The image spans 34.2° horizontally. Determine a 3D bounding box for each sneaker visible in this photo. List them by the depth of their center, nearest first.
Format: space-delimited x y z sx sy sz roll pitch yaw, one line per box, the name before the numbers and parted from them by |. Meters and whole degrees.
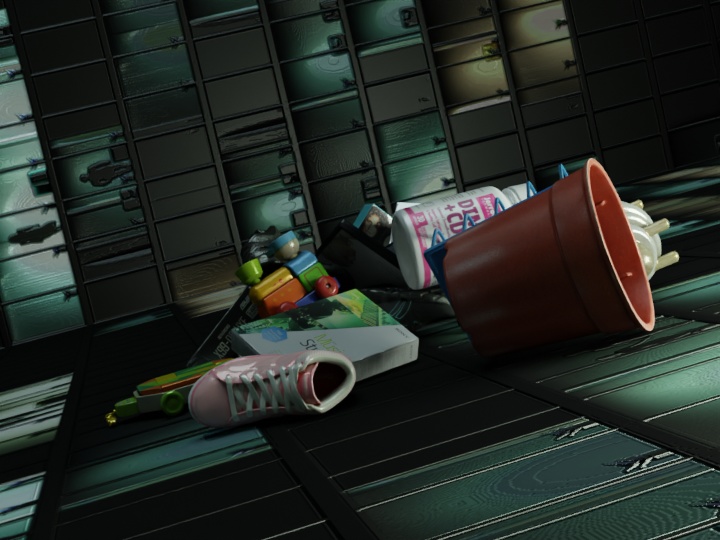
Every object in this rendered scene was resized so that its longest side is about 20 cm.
sneaker | -0.096 0.131 1.322 0.197 0.077 0.105 -11 -1 -10
sneaker | 0.071 0.061 1.673 0.075 0.081 0.198 -10 6 -41
sneaker | -0.097 -0.010 1.753 0.197 0.077 0.115 13 32 -37

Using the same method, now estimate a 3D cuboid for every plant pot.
plant pot | 0.210 0.002 1.346 0.193 0.204 0.200 -21 2 23

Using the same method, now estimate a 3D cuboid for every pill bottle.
pill bottle | 0.151 -0.052 1.634 0.197 0.115 0.113 -15 5 -11

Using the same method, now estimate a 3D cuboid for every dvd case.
dvd case | 0.000 0.000 1.770 0.018 0.142 0.200 -58 6 -24

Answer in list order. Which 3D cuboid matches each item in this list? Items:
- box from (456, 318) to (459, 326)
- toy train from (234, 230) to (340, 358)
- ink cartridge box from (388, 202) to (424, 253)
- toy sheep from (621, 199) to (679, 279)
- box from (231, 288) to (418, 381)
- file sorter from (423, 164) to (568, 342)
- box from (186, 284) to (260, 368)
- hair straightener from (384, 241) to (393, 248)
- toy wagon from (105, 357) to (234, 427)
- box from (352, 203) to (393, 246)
box | 0.235 0.021 1.674 0.198 0.076 0.100 -15 5 -32
toy train | -0.134 0.037 1.600 0.199 0.116 0.085 -34 -4 -29
ink cartridge box | 0.159 -0.035 1.842 0.197 0.085 0.146 3 -27 18
toy sheep | 0.348 -0.034 1.602 0.136 0.140 0.200 -14 17 -4
box | -0.045 0.093 1.485 0.198 0.037 0.144 -16 36 -33
file sorter | 0.201 -0.025 1.495 0.198 0.140 0.123 -27 14 15
box | -0.171 0.083 1.789 0.158 0.050 0.200 -51 -5 15
hair straightener | 0.123 -0.006 1.747 0.197 0.078 0.041 20 7 13
toy wagon | -0.254 0.166 1.601 0.197 0.040 0.155 -15 5 -14
box | -0.005 -0.002 1.912 0.202 0.082 0.049 -59 15 -8
